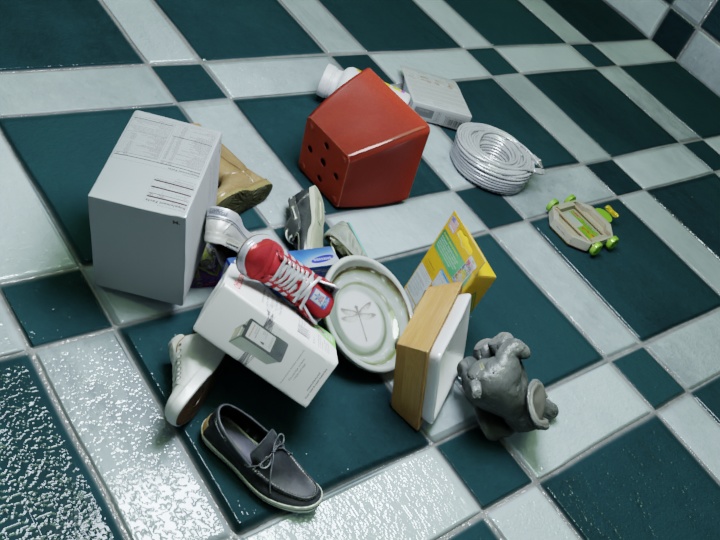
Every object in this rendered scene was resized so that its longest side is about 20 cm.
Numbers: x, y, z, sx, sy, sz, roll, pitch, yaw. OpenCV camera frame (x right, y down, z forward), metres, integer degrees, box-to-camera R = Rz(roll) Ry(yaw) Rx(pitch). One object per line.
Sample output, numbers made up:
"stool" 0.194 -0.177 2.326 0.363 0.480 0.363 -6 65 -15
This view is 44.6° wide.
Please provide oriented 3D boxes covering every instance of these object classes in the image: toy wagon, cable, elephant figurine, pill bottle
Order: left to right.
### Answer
"pill bottle" 0.005 -0.383 1.953 0.197 0.105 0.105 25 38 -2
"cable" 0.302 -0.259 2.015 0.197 0.070 0.201 -9 50 -36
"elephant figurine" 0.253 0.212 1.418 0.154 0.141 0.201 -38 104 -15
"toy wagon" 0.515 -0.107 1.992 0.198 0.040 0.156 -15 55 -41

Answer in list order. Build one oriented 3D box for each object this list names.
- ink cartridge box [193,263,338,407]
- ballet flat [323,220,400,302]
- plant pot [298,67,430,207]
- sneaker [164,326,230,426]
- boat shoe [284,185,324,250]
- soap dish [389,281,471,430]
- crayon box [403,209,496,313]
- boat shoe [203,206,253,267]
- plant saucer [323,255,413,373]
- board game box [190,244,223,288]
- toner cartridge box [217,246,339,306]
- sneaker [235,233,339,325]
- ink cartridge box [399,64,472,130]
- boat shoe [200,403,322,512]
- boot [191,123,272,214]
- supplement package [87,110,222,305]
"ink cartridge box" -0.136 0.091 1.286 0.199 0.084 0.146 36 7 -9
"ballet flat" 0.000 0.000 1.569 0.063 0.068 0.201 -30 67 -14
"plant pot" -0.010 -0.242 1.731 0.175 0.201 0.200 -26 61 -32
"sneaker" -0.250 0.146 1.254 0.084 0.074 0.201 24 27 1
"boat shoe" -0.103 -0.065 1.585 0.066 0.072 0.202 -11 49 11
"soap dish" 0.113 0.131 1.414 0.080 0.160 0.201 14 35 16
"crayon box" 0.158 0.013 1.523 0.051 0.201 0.127 3 44 -33
"boat shoe" -0.208 -0.035 1.416 0.070 0.200 0.071 10 74 8
"plant saucer" 0.004 0.077 1.455 0.198 0.050 0.203 20 56 -33
"board game box" -0.301 -0.053 1.473 0.118 0.033 0.202 -6 50 -29
"toner cartridge box" -0.135 0.017 1.437 0.197 0.096 0.043 -8 50 -35
"sneaker" -0.100 0.016 1.291 0.112 0.072 0.200 34 -1 26
"ink cartridge box" 0.174 -0.423 2.152 0.160 0.051 0.201 12 33 -18
"boat shoe" -0.133 0.256 1.201 0.199 0.063 0.075 37 38 10
"boot" -0.279 -0.183 1.604 0.199 0.067 0.175 39 27 13
"supplement package" -0.309 -0.095 1.344 0.144 0.193 0.202 13 46 -1
